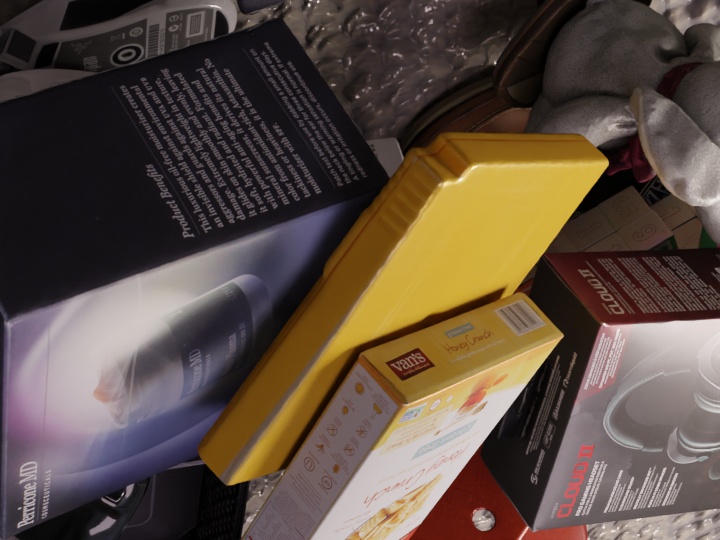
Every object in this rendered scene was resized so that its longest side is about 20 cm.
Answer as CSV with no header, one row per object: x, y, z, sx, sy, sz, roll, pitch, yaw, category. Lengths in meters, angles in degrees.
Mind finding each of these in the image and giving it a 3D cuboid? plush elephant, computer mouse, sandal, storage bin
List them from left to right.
-0.165,-0.126,0.854,0.198,0.044,0.110,-15,155,-18,computer mouse
-0.161,0.174,1.094,0.134,0.094,0.202,-6,131,-21,storage bin
0.144,-0.187,0.953,0.081,0.054,0.201,22,103,-49,sandal
0.187,-0.086,0.909,0.163,0.155,0.201,-28,142,-19,plush elephant

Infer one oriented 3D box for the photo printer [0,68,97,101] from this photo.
-0.179,-0.029,0.882,0.200,0.070,0.166,-42,153,22,photo printer

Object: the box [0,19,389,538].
-0.111,0.007,0.781,0.197,0.124,0.201,-20,151,-25,box

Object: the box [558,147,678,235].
0.142,-0.019,1.102,0.158,0.050,0.201,15,121,-37,box

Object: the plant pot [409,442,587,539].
0.037,0.180,1.047,0.200,0.199,0.177,-49,160,-30,plant pot

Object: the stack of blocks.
0.199,0.003,1.072,0.198,0.059,0.116,-29,135,-1,stack of blocks

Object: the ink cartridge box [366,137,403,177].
0.000,0.000,0.923,0.067,0.115,0.202,-6,118,-5,ink cartridge box

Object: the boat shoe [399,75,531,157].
0.043,-0.043,1.017,0.199,0.068,0.072,-40,134,11,boat shoe

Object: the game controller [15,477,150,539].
-0.228,0.103,0.967,0.199,0.042,0.105,34,123,0,game controller

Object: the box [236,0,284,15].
0.003,-0.262,0.762,0.196,0.124,0.201,-17,136,-9,box

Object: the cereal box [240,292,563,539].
0.010,0.106,0.826,0.143,0.040,0.201,-19,148,-49,cereal box

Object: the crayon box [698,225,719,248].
0.284,0.018,1.044,0.117,0.058,0.202,-14,132,-15,crayon box

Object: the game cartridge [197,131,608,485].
0.025,0.014,0.783,0.201,0.032,0.176,-55,157,22,game cartridge

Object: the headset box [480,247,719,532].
0.170,0.068,0.932,0.198,0.077,0.150,-2,123,-27,headset box
